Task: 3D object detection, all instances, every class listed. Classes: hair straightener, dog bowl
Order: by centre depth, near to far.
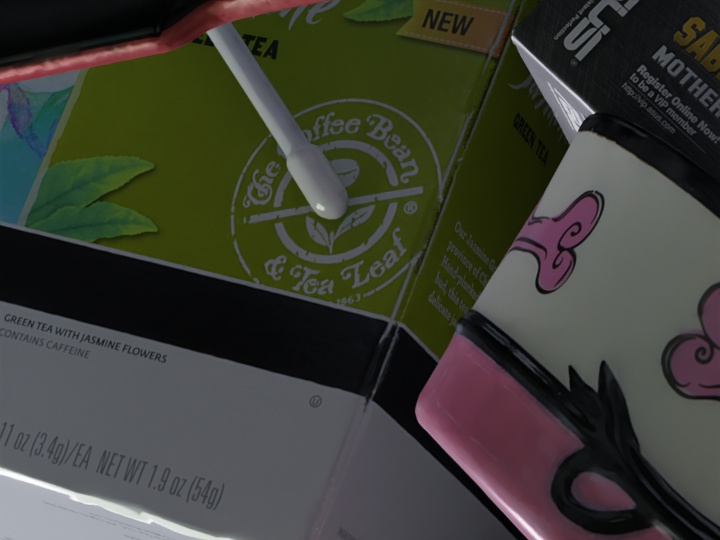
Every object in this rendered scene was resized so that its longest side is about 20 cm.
[{"bbox_3d":[0.092,0.063,0.604,0.200,0.074,0.200,45,178,2],"label":"dog bowl"},{"bbox_3d":[-0.038,-0.085,0.665,0.200,0.041,0.077,-3,134,32],"label":"hair straightener"}]

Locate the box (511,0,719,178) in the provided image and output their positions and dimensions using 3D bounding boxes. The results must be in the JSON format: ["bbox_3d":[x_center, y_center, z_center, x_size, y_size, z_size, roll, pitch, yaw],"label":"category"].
[{"bbox_3d":[0.122,0.010,0.698,0.158,0.048,0.200,44,179,22],"label":"box"}]

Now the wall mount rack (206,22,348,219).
[{"bbox_3d":[-0.059,-0.106,0.740,0.174,0.075,0.200,23,143,-1],"label":"wall mount rack"}]

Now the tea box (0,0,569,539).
[{"bbox_3d":[-0.042,-0.006,0.861,0.200,0.197,0.134,12,162,27],"label":"tea box"}]
